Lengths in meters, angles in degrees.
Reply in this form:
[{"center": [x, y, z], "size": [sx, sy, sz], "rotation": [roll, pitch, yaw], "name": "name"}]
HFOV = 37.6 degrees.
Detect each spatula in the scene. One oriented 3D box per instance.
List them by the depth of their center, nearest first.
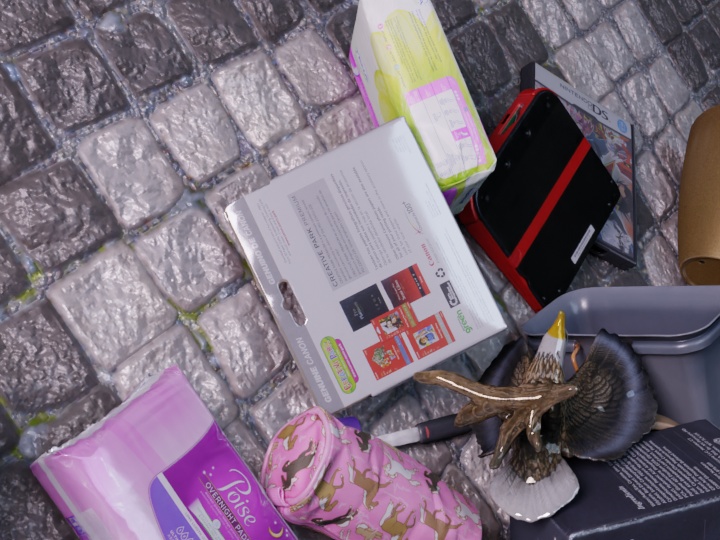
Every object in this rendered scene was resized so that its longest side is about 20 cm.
[{"center": [0.036, 0.148, 0.937], "size": [0.199, 0.020, 0.057], "rotation": [-4, 80, -42], "name": "spatula"}]

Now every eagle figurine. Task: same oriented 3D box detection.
[{"center": [0.155, 0.107, 0.881], "size": [0.152, 0.151, 0.200], "rotation": [47, 11, 19], "name": "eagle figurine"}]

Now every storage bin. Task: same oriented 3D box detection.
[{"center": [0.271, 0.103, 1.035], "size": [0.145, 0.199, 0.136], "rotation": [-29, 108, -44], "name": "storage bin"}]

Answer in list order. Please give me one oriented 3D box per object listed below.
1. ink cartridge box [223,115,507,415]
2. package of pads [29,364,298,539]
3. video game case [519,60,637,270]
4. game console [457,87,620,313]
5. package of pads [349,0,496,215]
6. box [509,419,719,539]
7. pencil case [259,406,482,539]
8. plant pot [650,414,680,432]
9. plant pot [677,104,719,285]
[{"center": [0.000, 0.000, 0.910], "size": [0.174, 0.084, 0.202], "rotation": [-25, 87, -7], "name": "ink cartridge box"}, {"center": [-0.126, 0.180, 0.751], "size": [0.120, 0.075, 0.201], "rotation": [-39, 97, -42], "name": "package of pads"}, {"center": [0.256, -0.123, 1.236], "size": [0.180, 0.025, 0.202], "rotation": [24, 57, -30], "name": "video game case"}, {"center": [0.193, -0.079, 1.135], "size": [0.177, 0.031, 0.201], "rotation": [50, 59, -25], "name": "game console"}, {"center": [0.052, -0.156, 0.993], "size": [0.068, 0.155, 0.202], "rotation": [-21, 82, -8], "name": "package of pads"}, {"center": [0.237, 0.254, 0.890], "size": [0.198, 0.117, 0.199], "rotation": [-10, 111, -15], "name": "box"}, {"center": [0.010, 0.185, 0.841], "size": [0.200, 0.083, 0.087], "rotation": [37, 23, -32], "name": "pencil case"}, {"center": [0.224, 0.211, 0.987], "size": [0.199, 0.093, 0.203], "rotation": [-6, 112, -15], "name": "plant pot"}, {"center": [0.469, -0.072, 1.304], "size": [0.186, 0.186, 0.201], "rotation": [38, 64, -20], "name": "plant pot"}]
